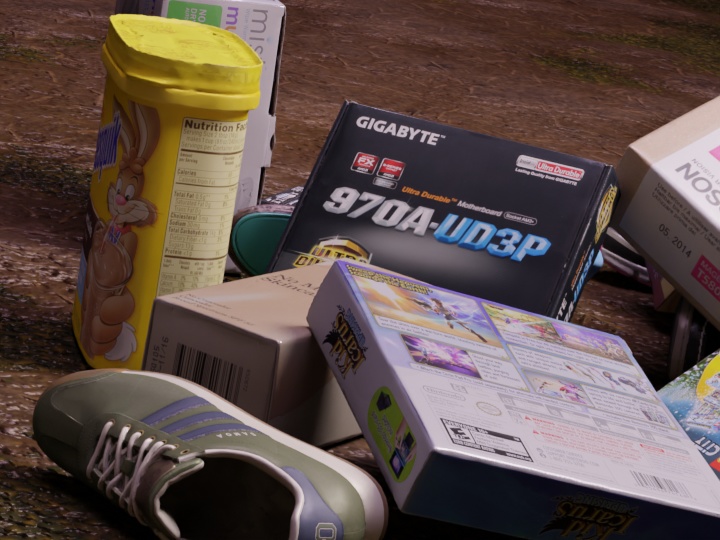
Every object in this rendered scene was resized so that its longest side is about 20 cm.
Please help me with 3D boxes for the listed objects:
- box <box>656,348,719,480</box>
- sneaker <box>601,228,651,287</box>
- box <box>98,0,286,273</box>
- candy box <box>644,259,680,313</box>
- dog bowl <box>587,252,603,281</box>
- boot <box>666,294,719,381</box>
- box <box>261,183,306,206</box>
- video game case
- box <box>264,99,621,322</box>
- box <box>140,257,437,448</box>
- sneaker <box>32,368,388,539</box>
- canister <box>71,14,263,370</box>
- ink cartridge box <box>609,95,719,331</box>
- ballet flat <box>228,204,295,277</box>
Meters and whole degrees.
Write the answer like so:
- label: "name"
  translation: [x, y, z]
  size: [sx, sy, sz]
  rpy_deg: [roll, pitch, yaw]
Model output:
- label: "box"
  translation: [0.256, 0.096, 1.379]
  size: [0.136, 0.038, 0.200]
  rpy_deg: [-33, 29, -12]
- label: "sneaker"
  translation: [0.283, -0.027, 1.925]
  size: [0.200, 0.088, 0.074]
  rpy_deg: [8, 14, -8]
- label: "box"
  translation: [-0.127, -0.118, 1.772]
  size: [0.097, 0.200, 0.176]
  rpy_deg: [5, 16, -16]
- label: "candy box"
  translation: [0.310, -0.020, 1.833]
  size: [0.200, 0.056, 0.117]
  rpy_deg: [6, 56, -23]
- label: "dog bowl"
  translation: [0.119, -0.030, 1.735]
  size: [0.112, 0.050, 0.200]
  rpy_deg: [57, 15, 14]
- label: "boot"
  translation: [0.302, 0.053, 1.659]
  size: [0.150, 0.073, 0.200]
  rpy_deg: [14, 8, 24]
- label: "box"
  translation: [0.027, -0.029, 1.835]
  size: [0.157, 0.050, 0.200]
  rpy_deg: [15, 15, 17]
- label: "video game case"
  translation: [0.087, 0.080, 1.308]
  size: [0.200, 0.045, 0.181]
  rpy_deg: [15, 26, -27]
- label: "box"
  translation: [0.053, -0.016, 1.594]
  size: [0.200, 0.159, 0.046]
  rpy_deg: [16, -22, 23]
- label: "box"
  translation: [-0.034, 0.051, 1.420]
  size: [0.095, 0.078, 0.200]
  rpy_deg: [18, 16, 28]
- label: "sneaker"
  translation: [-0.090, 0.100, 1.205]
  size: [0.200, 0.067, 0.090]
  rpy_deg: [19, 11, 20]
- label: "canister"
  translation: [-0.123, -0.045, 1.483]
  size: [0.086, 0.200, 0.149]
  rpy_deg: [6, 14, -15]
- label: "ink cartridge box"
  translation: [0.287, -0.027, 1.618]
  size: [0.165, 0.075, 0.200]
  rpy_deg: [-28, 64, -36]
- label: "ballet flat"
  translation: [0.000, 0.000, 1.689]
  size: [0.200, 0.068, 0.067]
  rpy_deg: [19, 9, -5]
